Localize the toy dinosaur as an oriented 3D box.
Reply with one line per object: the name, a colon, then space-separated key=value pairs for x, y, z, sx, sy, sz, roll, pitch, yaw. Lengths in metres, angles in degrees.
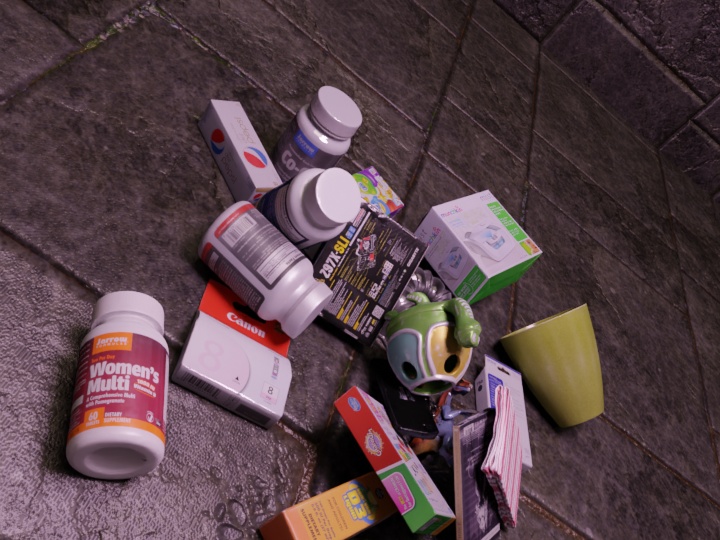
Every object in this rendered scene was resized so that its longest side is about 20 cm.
toy dinosaur: x=0.134 y=0.244 z=1.171 sx=0.196 sy=0.106 sz=0.184 roll=22 pitch=33 yaw=-19

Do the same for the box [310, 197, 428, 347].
box: x=0.000 y=0.000 z=1.198 sx=0.158 sy=0.203 sz=0.049 roll=31 pitch=-4 yaw=-14

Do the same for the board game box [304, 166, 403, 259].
board game box: x=-0.024 y=-0.100 z=1.327 sx=0.104 sy=0.105 sz=0.199 roll=49 pitch=38 yaw=6

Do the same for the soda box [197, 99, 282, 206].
soda box: x=-0.214 y=-0.206 z=1.279 sx=0.067 sy=0.064 sz=0.203 roll=-8 pitch=62 yaw=-46

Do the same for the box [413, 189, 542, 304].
box: x=0.225 y=-0.047 z=1.401 sx=0.197 sy=0.097 sz=0.178 roll=-18 pitch=64 yaw=-43

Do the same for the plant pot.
plant pot: x=0.397 y=0.196 z=1.417 sx=0.185 sy=0.185 sz=0.205 roll=-13 pitch=79 yaw=-48

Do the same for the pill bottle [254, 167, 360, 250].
pill bottle: x=-0.085 y=-0.096 z=1.139 sx=0.109 sy=0.198 sz=0.114 roll=7 pitch=78 yaw=-32

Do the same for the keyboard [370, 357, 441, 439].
keyboard: x=0.075 y=0.214 z=1.150 sx=0.101 sy=0.040 sz=0.201 roll=14 pitch=22 yaw=-16

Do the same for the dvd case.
dvd case: x=0.177 y=0.323 z=1.090 sx=0.147 sy=0.016 sz=0.206 roll=-2 pitch=90 yaw=-59

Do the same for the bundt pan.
bundt pan: x=0.108 y=0.073 z=1.317 sx=0.199 sy=0.076 sz=0.205 roll=25 pitch=42 yaw=-25

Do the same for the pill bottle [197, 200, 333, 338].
pill bottle: x=-0.144 y=0.001 z=1.100 sx=0.200 sy=0.116 sz=0.116 roll=44 pitch=37 yaw=5

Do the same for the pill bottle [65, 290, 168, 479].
pill bottle: x=-0.285 y=0.133 z=0.861 sx=0.108 sy=0.110 sz=0.204 roll=18 pitch=45 yaw=-30

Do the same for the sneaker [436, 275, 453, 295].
sneaker: x=0.184 y=-0.037 z=1.489 sx=0.204 sy=0.077 sz=0.145 roll=54 pitch=35 yaw=10

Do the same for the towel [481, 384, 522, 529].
towel: x=0.229 y=0.298 z=1.141 sx=0.202 sy=0.029 sz=0.149 roll=67 pitch=31 yaw=-44

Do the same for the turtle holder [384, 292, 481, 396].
turtle holder: x=0.125 y=0.118 z=1.137 sx=0.140 sy=0.182 sz=0.135 roll=35 pitch=44 yaw=-48

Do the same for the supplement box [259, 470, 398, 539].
supplement box: x=-0.035 y=0.328 z=0.954 sx=0.197 sy=0.069 sz=0.068 roll=-6 pitch=60 yaw=-50

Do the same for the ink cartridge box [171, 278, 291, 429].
ink cartridge box: x=-0.171 y=0.107 z=1.045 sx=0.160 sy=0.057 sz=0.203 roll=30 pitch=44 yaw=-19

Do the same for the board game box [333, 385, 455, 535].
board game box: x=0.050 y=0.268 z=1.006 sx=0.202 sy=0.040 sz=0.153 roll=55 pitch=2 yaw=27

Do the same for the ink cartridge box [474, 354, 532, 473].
ink cartridge box: x=0.259 y=0.261 z=1.318 sx=0.098 sy=0.039 sz=0.203 roll=28 pitch=42 yaw=-21

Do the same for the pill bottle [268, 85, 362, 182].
pill bottle: x=-0.087 y=-0.227 z=1.304 sx=0.112 sy=0.200 sz=0.116 roll=24 pitch=41 yaw=-23
